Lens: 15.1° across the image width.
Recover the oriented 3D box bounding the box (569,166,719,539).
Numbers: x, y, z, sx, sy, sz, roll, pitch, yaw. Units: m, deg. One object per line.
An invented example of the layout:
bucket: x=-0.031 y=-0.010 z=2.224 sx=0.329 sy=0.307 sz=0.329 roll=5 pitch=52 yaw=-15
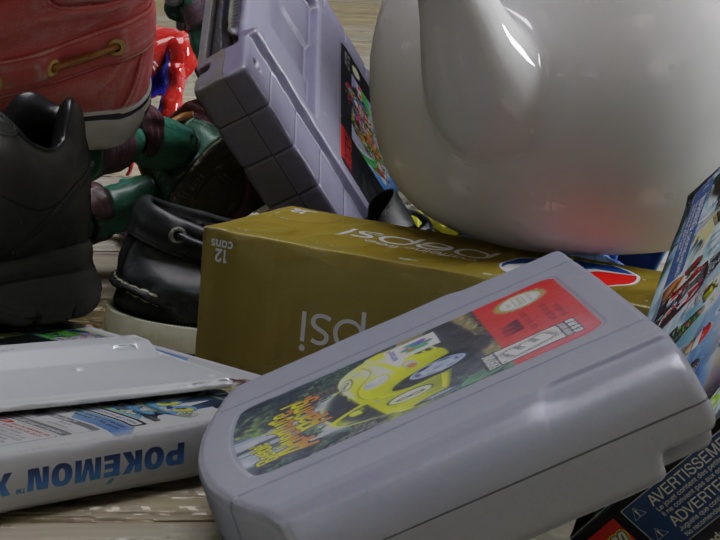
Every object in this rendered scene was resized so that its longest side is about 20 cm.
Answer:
box: x=0.137 y=-0.003 z=0.809 sx=0.040 sy=0.137 sz=0.200 roll=40 pitch=33 yaw=-9

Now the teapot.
teapot: x=0.095 y=-0.105 z=1.008 sx=0.196 sy=0.147 sz=0.200 roll=-7 pitch=24 yaw=-7

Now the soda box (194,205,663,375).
soda box: x=0.040 y=0.025 z=0.966 sx=0.199 sy=0.064 sz=0.068 roll=10 pitch=12 yaw=28

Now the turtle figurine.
turtle figurine: x=-0.083 y=-0.060 z=1.230 sx=0.100 sy=0.150 sz=0.200 roll=29 pitch=29 yaw=24

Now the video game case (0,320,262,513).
video game case: x=-0.140 y=0.042 z=0.916 sx=0.200 sy=0.022 sz=0.182 roll=13 pitch=14 yaw=42

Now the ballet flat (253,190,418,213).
ballet flat: x=0.022 y=-0.041 z=1.315 sx=0.199 sy=0.072 sz=0.072 roll=14 pitch=14 yaw=38

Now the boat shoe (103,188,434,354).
boat shoe: x=-0.001 y=0.000 z=1.080 sx=0.198 sy=0.066 sz=0.075 roll=4 pitch=10 yaw=-5

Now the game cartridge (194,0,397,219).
game cartridge: x=-0.025 y=-0.077 z=1.206 sx=0.038 sy=0.130 sz=0.200 roll=-30 pitch=25 yaw=15

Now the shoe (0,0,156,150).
shoe: x=-0.174 y=-0.096 z=1.059 sx=0.199 sy=0.091 sz=0.072 roll=-3 pitch=40 yaw=-19

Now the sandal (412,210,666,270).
sandal: x=0.090 y=-0.012 z=1.169 sx=0.079 sy=0.087 sz=0.200 roll=-33 pitch=11 yaw=-32

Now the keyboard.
keyboard: x=-0.136 y=0.038 z=0.860 sx=0.199 sy=0.011 sz=0.056 roll=-4 pitch=18 yaw=-38

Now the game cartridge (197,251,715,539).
game cartridge: x=0.019 y=0.045 z=0.786 sx=0.133 sy=0.041 sz=0.200 roll=-27 pitch=9 yaw=-2

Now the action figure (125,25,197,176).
action figure: x=-0.140 y=-0.064 z=1.408 sx=0.065 sy=0.099 sz=0.200 roll=17 pitch=38 yaw=38

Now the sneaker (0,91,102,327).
sneaker: x=-0.164 y=-0.021 z=0.941 sx=0.076 sy=0.091 sz=0.200 roll=12 pitch=14 yaw=28
